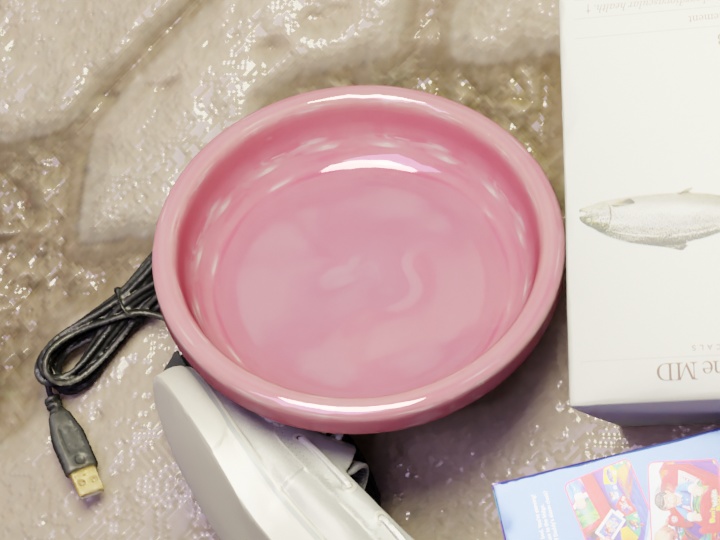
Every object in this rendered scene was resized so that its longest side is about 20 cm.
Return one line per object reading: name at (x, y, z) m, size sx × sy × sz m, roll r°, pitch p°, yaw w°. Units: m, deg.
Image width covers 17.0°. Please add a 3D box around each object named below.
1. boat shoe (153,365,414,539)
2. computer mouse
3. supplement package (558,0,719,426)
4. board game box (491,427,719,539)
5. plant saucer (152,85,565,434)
boat shoe at (-0.025, 0.110, 1.140) m, size 0.068 × 0.072 × 0.200 m, roll -28°, pitch 50°, yaw -24°
computer mouse at (-0.089, 0.085, 1.224) m, size 0.140 × 0.046 × 0.201 m, roll -36°, pitch 71°, yaw 10°
supplement package at (0.161, -0.032, 1.114) m, size 0.116 × 0.117 × 0.202 m, roll -4°, pitch 80°, yaw 17°
board game box at (0.146, 0.179, 1.071) m, size 0.133 × 0.045 × 0.201 m, roll -14°, pitch 73°, yaw 6°
plant saucer at (0.000, 0.000, 1.167) m, size 0.199 × 0.051 × 0.202 m, roll -2°, pitch 52°, yaw 3°
